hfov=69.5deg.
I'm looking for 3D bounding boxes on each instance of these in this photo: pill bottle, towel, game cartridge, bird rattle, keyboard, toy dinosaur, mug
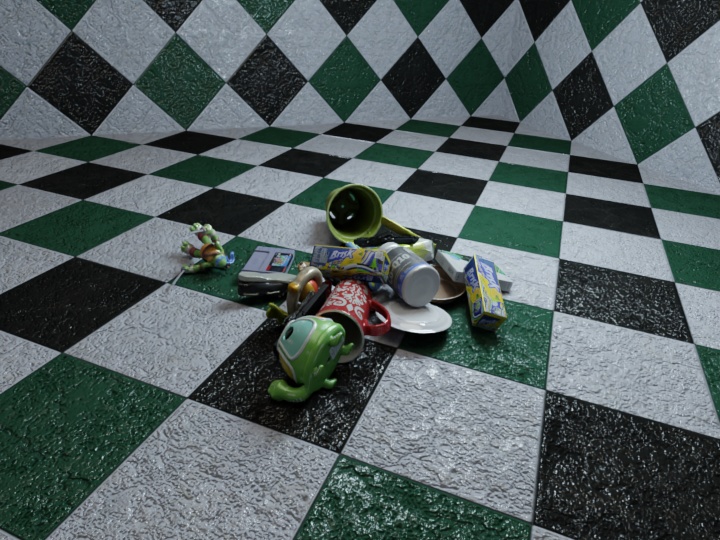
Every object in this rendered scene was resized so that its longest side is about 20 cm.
[{"bbox_3d":[0.118,0.004,1.394,0.111,0.116,0.200,-9,27,-22],"label":"pill bottle"},{"bbox_3d":[0.155,-0.120,1.686,0.197,0.018,0.086,30,-10,4],"label":"towel"},{"bbox_3d":[-0.276,-0.016,1.555,0.126,0.039,0.201,2,28,6],"label":"game cartridge"},{"bbox_3d":[-0.131,0.067,1.291,0.112,0.166,0.199,33,46,26],"label":"bird rattle"},{"bbox_3d":[0.077,-0.103,1.573,0.195,0.041,0.104,-2,13,16],"label":"keyboard"},{"bbox_3d":[-0.136,0.105,1.190,0.020,0.128,0.201,29,56,12],"label":"keyboard"},{"bbox_3d":[-0.130,0.002,1.488,0.060,0.107,0.200,-38,-7,0],"label":"toy dinosaur"},{"bbox_3d":[-0.019,0.119,1.250,0.174,0.136,0.201,23,25,0],"label":"mug"}]

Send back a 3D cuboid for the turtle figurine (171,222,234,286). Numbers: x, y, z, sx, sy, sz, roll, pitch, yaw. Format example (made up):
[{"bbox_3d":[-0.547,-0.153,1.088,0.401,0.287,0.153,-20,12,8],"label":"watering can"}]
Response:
[{"bbox_3d":[-0.483,-0.071,1.519,0.197,0.147,0.193,-13,28,-34],"label":"turtle figurine"}]

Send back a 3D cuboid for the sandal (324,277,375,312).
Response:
[{"bbox_3d":[-0.026,0.041,1.406,0.199,0.049,0.075,35,7,22],"label":"sandal"}]

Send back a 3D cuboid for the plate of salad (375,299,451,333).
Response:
[{"bbox_3d":[0.134,0.123,1.324,0.195,0.049,0.201,6,19,-2],"label":"plate of salad"}]

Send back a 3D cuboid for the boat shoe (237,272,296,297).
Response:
[{"bbox_3d":[-0.239,0.043,1.418,0.196,0.062,0.074,3,14,-33],"label":"boat shoe"}]

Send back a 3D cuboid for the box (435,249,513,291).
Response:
[{"bbox_3d":[0.334,-0.001,1.533,0.196,0.037,0.145,11,24,-22],"label":"box"}]

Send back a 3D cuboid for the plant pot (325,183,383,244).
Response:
[{"bbox_3d":[-0.043,-0.208,1.794,0.196,0.205,0.184,-6,17,-16],"label":"plant pot"}]

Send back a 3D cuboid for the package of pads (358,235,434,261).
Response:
[{"bbox_3d":[0.110,-0.055,1.593,0.196,0.070,0.154,-15,17,-29],"label":"package of pads"}]

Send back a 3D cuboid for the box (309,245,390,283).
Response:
[{"bbox_3d":[-0.027,-0.016,1.342,0.195,0.070,0.066,7,70,18],"label":"box"}]

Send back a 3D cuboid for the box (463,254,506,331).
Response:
[{"bbox_3d":[0.325,0.056,1.368,0.069,0.065,0.203,16,44,-15],"label":"box"}]

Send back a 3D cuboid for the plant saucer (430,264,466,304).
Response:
[{"bbox_3d":[0.205,0.044,1.487,0.195,0.037,0.202,2,29,-1],"label":"plant saucer"}]

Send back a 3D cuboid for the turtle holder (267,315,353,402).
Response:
[{"bbox_3d":[-0.111,0.186,1.101,0.130,0.189,0.140,23,6,21],"label":"turtle holder"}]

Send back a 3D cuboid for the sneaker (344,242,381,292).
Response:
[{"bbox_3d":[0.000,0.000,1.517,0.070,0.083,0.200,18,24,-42],"label":"sneaker"}]
